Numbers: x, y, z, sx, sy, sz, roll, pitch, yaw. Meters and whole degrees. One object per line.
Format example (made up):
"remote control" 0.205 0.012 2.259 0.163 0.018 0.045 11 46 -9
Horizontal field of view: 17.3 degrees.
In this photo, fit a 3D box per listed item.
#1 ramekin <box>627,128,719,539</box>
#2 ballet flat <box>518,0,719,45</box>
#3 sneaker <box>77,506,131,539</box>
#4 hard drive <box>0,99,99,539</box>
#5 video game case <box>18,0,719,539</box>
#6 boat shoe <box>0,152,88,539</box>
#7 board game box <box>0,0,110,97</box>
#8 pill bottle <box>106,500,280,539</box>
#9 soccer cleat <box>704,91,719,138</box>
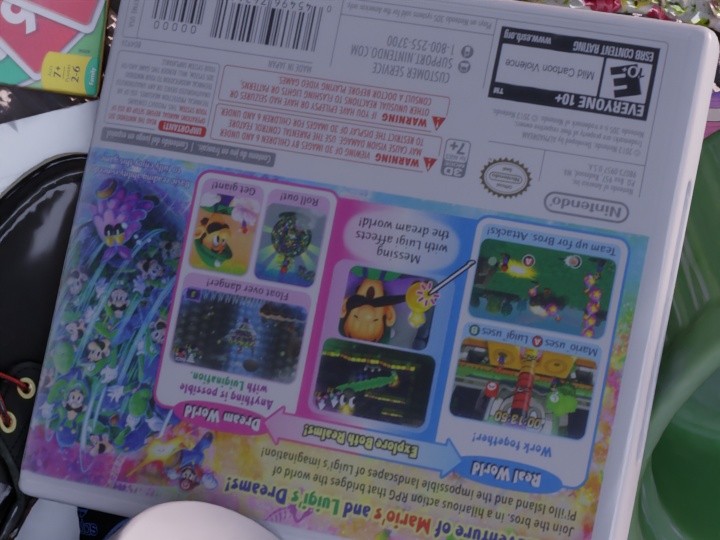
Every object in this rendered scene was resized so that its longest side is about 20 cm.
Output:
"ramekin" 0.170 0.032 0.804 0.199 0.098 0.201 -7 134 -8
"ballet flat" 0.065 -0.095 0.836 0.198 0.076 0.064 -3 103 -4
"sneaker" -0.005 0.062 0.824 0.199 0.070 0.078 -25 99 -24
"hard drive" -0.126 0.052 0.837 0.131 0.026 0.201 -15 92 -11
"video game case" 0.000 0.000 0.748 0.199 0.024 0.183 10 85 19
"boat shoe" -0.130 0.051 0.793 0.073 0.063 0.202 31 83 -7
"board game box" -0.185 -0.121 0.827 0.198 0.030 0.096 7 93 -5
"pill bottle" -0.097 0.164 0.742 0.116 0.116 0.200 42 123 -8
"soccer cleat" 0.128 -0.033 0.845 0.199 0.076 0.067 -19 97 -5
